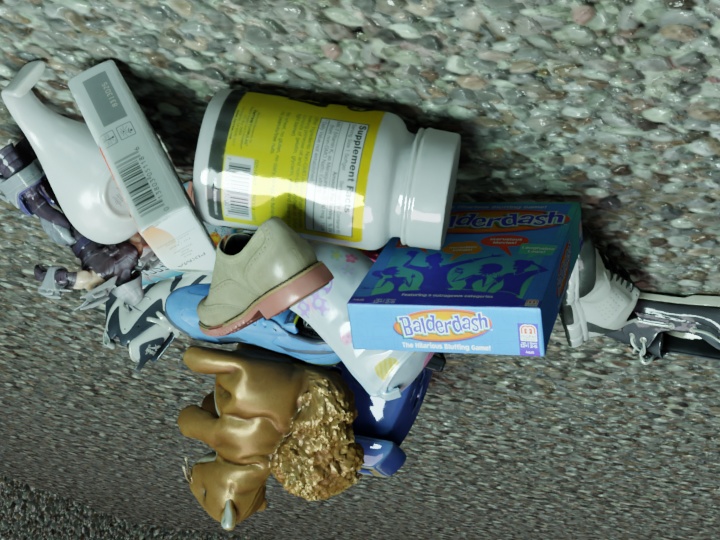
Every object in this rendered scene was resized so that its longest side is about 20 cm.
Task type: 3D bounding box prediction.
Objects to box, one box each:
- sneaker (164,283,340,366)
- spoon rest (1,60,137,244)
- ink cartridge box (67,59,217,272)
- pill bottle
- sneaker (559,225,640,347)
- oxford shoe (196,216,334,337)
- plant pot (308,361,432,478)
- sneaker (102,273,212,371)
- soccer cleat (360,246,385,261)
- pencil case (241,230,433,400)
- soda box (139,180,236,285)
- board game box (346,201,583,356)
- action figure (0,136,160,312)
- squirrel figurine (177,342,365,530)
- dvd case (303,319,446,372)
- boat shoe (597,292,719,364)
[{"bbox_3d":[-0.101,0.045,1.220,0.200,0.066,0.078,14,158,-2],"label":"sneaker"},{"bbox_3d":[-0.252,-0.106,1.069,0.061,0.099,0.200,15,151,40],"label":"spoon rest"},{"bbox_3d":[-0.174,-0.065,1.028,0.050,0.162,0.200,-27,157,-7],"label":"ink cartridge box"},{"bbox_3d":[-0.025,-0.078,0.963,0.200,0.114,0.114,10,159,6],"label":"pill bottle"},{"bbox_3d":[0.222,0.006,1.134,0.080,0.074,0.200,-15,154,7],"label":"sneaker"},{"bbox_3d":[-0.090,0.003,0.975,0.200,0.070,0.075,-25,97,56],"label":"oxford shoe"},{"bbox_3d":[-0.024,0.142,1.409,0.200,0.180,0.200,10,167,10],"label":"plant pot"},{"bbox_3d":[-0.222,0.059,1.402,0.199,0.130,0.079,4,159,19],"label":"sneaker"},{"bbox_3d":[0.045,-0.020,1.137,0.200,0.070,0.086,15,159,-9],"label":"soccer cleat"},{"bbox_3d":[-0.021,0.023,1.045,0.200,0.091,0.083,39,153,16],"label":"pencil case"},{"bbox_3d":[-0.209,-0.034,1.247,0.068,0.064,0.200,26,156,-34],"label":"soda box"},{"bbox_3d":[0.092,0.001,0.974,0.152,0.200,0.045,0,116,19],"label":"board game box"},{"bbox_3d":[-0.270,-0.037,1.135,0.200,0.130,0.069,50,127,0],"label":"action figure"},{"bbox_3d":[-0.097,0.184,1.256,0.200,0.187,0.142,13,-176,13],"label":"squirrel figurine"},{"bbox_3d":[0.008,0.043,1.223,0.143,0.018,0.200,19,-167,-9],"label":"dvd case"},{"bbox_3d":[0.300,0.063,1.222,0.200,0.063,0.073,0,156,29],"label":"boat shoe"}]
